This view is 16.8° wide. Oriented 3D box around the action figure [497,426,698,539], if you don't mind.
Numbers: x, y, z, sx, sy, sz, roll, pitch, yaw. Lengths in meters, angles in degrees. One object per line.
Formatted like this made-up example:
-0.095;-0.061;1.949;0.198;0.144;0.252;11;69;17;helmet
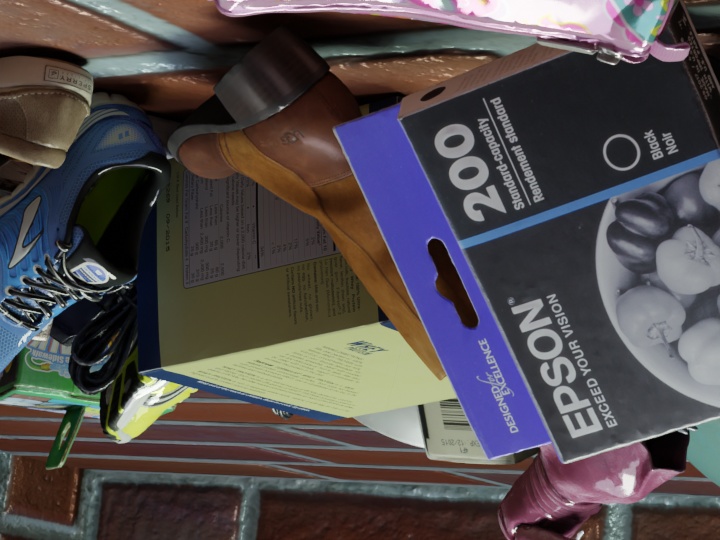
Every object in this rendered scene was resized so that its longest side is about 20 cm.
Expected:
0.134;0.139;1.593;0.149;0.134;0.200;22;127;-13;action figure

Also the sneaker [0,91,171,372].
-0.185;-0.009;1.441;0.079;0.200;0.089;30;-170;-41;sneaker

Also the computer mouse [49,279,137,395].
-0.189;-0.009;1.602;0.053;0.139;0.200;45;168;-37;computer mouse

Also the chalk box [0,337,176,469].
-0.198;0.046;1.768;0.124;0.200;0.125;8;171;-18;chalk box

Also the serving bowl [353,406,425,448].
0.064;0.049;1.826;0.200;0.066;0.200;9;-146;-6;serving bowl

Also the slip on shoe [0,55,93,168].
-0.231;-0.085;1.440;0.200;0.061;0.076;-1;168;45;slip on shoe

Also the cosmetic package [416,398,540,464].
0.133;0.059;1.722;0.087;0.104;0.200;-1;-167;45;cosmetic package

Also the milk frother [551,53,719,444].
0.179;-0.006;1.253;0.180;0.200;0.188;11;169;-12;milk frother

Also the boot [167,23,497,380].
-0.007;-0.027;1.325;0.200;0.068;0.188;49;152;-2;boot

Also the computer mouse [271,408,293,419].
-0.103;0.023;1.700;0.200;0.110;0.044;26;-159;-21;computer mouse

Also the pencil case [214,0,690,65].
0.034;-0.131;0.954;0.200;0.088;0.087;7;170;-2;pencil case

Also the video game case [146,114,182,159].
-0.114;-0.063;1.617;0.182;0.022;0.200;12;169;-29;video game case

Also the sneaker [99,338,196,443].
-0.107;0.047;1.646;0.076;0.200;0.075;27;-155;-28;sneaker

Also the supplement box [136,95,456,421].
0.000;0.000;1.495;0.199;0.135;0.200;-13;162;33;supplement box

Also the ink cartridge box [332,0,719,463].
0.102;-0.009;1.182;0.200;0.198;0.043;-20;-167;29;ink cartridge box

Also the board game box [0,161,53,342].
-0.300;-0.037;1.526;0.200;0.097;0.159;12;-171;-30;board game box

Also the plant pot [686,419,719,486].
0.288;0.066;1.652;0.161;0.201;0.200;25;161;-36;plant pot
